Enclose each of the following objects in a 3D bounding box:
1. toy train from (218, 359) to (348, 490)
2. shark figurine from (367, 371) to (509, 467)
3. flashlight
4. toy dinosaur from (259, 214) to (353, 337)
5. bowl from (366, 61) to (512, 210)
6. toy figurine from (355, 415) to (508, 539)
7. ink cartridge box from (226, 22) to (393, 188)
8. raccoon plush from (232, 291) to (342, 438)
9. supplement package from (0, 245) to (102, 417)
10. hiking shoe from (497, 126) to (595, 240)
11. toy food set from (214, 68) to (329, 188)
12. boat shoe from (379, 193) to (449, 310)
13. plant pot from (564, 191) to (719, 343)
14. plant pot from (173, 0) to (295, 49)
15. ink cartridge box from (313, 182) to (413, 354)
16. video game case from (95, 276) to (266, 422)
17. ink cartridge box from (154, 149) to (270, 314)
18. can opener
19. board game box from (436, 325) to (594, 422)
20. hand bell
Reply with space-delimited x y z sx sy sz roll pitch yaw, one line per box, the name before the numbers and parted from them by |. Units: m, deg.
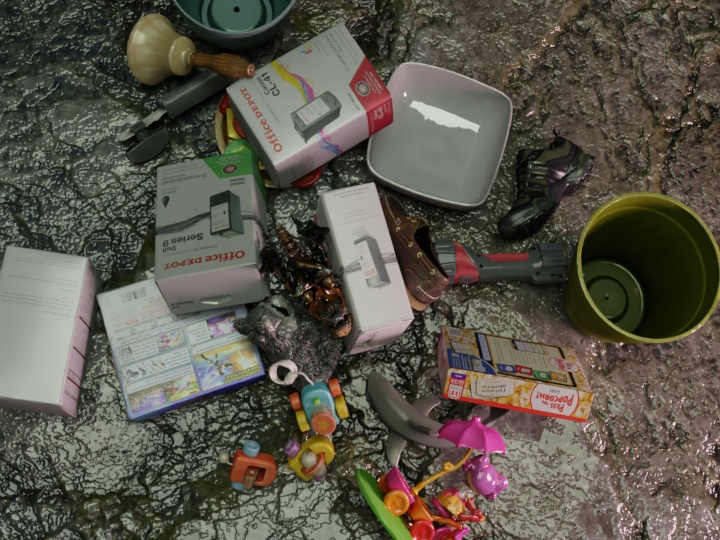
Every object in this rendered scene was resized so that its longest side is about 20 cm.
toy train | -0.097 0.226 1.321 0.148 0.056 0.203 18 111 -17
shark figurine | 0.111 0.213 1.371 0.210 0.090 0.131 7 76 -1
flashlight | 0.199 -0.015 1.452 0.196 0.068 0.069 -3 107 -9
toy dinosaur | -0.077 0.006 1.337 0.199 0.136 0.102 28 69 37
bowl | 0.113 -0.193 1.484 0.197 0.075 0.203 19 74 0
toy figurine | 0.123 0.286 1.306 0.183 0.150 0.201 -39 103 2
ink cartridge box | -0.071 -0.236 1.416 0.198 0.086 0.149 -31 74 -9
raccoon plush | -0.094 0.131 1.336 0.133 0.096 0.204 0 70 -48
supplement package | -0.431 0.085 1.343 0.115 0.117 0.204 9 74 -3
hiking shoe | 0.259 -0.128 1.488 0.101 0.076 0.199 43 67 16
toy food set | -0.121 -0.216 1.484 0.196 0.049 0.202 -4 76 -6
boat shoe | 0.075 -0.040 1.409 0.070 0.070 0.202 16 40 -41
plant pot | 0.371 0.019 1.387 0.196 0.193 0.204 1 75 -5
plant pot | -0.187 -0.416 1.488 0.196 0.134 0.204 1 76 -4
ink cartridge box | 0.000 0.000 1.386 0.083 0.146 0.204 -12 76 -11
video game case | -0.251 0.094 1.392 0.197 0.046 0.184 -17 75 -9
ink cartridge box | -0.204 -0.054 1.372 0.143 0.085 0.203 -10 55 4
can opener | -0.277 -0.238 1.484 0.199 0.053 0.067 -38 115 -11
board game box | 0.208 0.139 1.365 0.196 0.152 0.047 10 109 -1
hand bell | -0.231 -0.302 1.427 0.198 0.104 0.105 19 72 31
